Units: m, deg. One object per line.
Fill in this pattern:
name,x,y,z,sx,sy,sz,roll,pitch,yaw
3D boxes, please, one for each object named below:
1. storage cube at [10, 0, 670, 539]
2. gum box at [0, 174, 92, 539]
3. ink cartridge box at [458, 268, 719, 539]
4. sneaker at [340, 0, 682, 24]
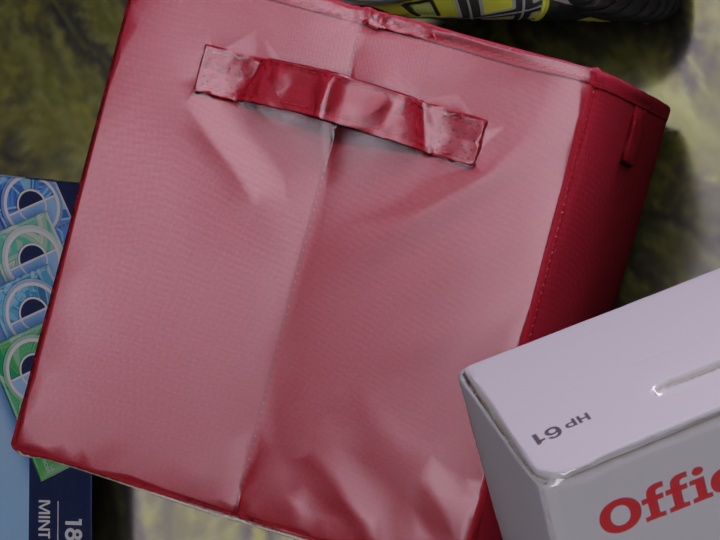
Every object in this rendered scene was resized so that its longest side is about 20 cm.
storage cube,0.000,0.000,1.073,0.170,0.200,0.181,16,92,13
gum box,-0.196,0.045,1.117,0.044,0.199,0.171,-14,74,54
ink cartridge box,0.130,0.103,0.972,0.144,0.085,0.201,-21,120,-8
sneaker,0.042,-0.127,1.097,0.076,0.199,0.076,-14,76,45
